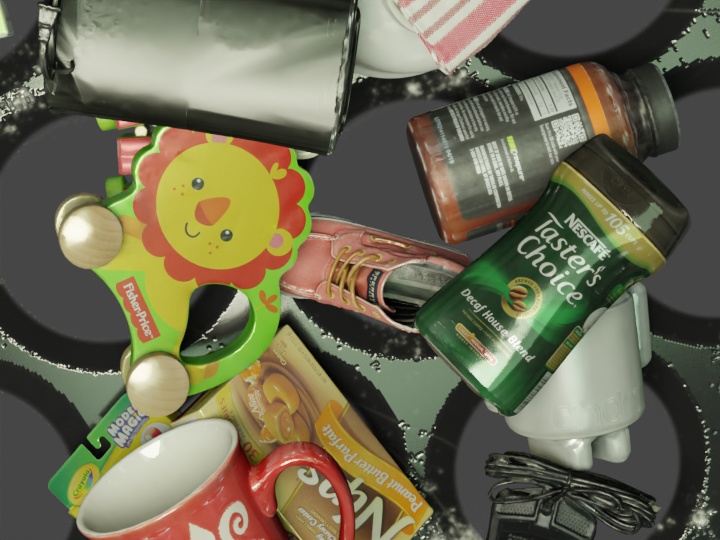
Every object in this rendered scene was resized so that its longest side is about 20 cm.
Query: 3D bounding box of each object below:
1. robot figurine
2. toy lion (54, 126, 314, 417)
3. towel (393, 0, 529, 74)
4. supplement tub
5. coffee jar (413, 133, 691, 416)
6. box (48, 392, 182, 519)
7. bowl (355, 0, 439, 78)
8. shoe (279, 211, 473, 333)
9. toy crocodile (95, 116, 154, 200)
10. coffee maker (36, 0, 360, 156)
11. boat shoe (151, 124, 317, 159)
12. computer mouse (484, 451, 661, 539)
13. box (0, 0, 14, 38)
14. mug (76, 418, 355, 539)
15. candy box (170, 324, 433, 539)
[{"bbox_3d":[0.163,0.057,1.172,0.169,0.113,0.201,-16,102,-33],"label":"robot figurine"},{"bbox_3d":[-0.119,-0.016,1.119,0.191,0.069,0.201,-24,107,-8],"label":"toy lion"},{"bbox_3d":[0.058,-0.256,1.028,0.146,0.030,0.200,-42,119,-4],"label":"towel"},{"bbox_3d":[0.143,-0.097,1.150,0.199,0.107,0.107,-17,99,1],"label":"supplement tub"},{"bbox_3d":[0.140,0.002,1.068,0.200,0.085,0.104,-46,73,4],"label":"coffee jar"},{"bbox_3d":[-0.146,0.196,1.219,0.200,0.048,0.117,41,96,-10],"label":"box"},{"bbox_3d":[0.044,-0.230,1.098,0.200,0.090,0.202,-8,115,-18],"label":"bowl"},{"bbox_3d":[0.000,0.000,1.168,0.199,0.091,0.072,9,99,-3],"label":"shoe"},{"bbox_3d":[-0.171,-0.097,1.161,0.067,0.062,0.201,-8,99,-1],"label":"toy crocodile"},{"bbox_3d":[-0.104,-0.140,0.997,0.199,0.192,0.135,7,118,-4],"label":"coffee maker"},{"bbox_3d":[-0.116,-0.142,1.138,0.199,0.062,0.073,19,111,-18],"label":"boat shoe"},{"bbox_3d":[0.151,0.214,1.197,0.138,0.053,0.201,18,134,4],"label":"computer mouse"},{"bbox_3d":[-0.364,-0.262,1.143,0.144,0.036,0.201,-13,98,0],"label":"box"},{"bbox_3d":[-0.086,0.225,1.085,0.177,0.134,0.201,-14,113,34],"label":"mug"},{"bbox_3d":[-0.044,0.158,1.182,0.200,0.055,0.115,53,53,-9],"label":"candy box"}]
